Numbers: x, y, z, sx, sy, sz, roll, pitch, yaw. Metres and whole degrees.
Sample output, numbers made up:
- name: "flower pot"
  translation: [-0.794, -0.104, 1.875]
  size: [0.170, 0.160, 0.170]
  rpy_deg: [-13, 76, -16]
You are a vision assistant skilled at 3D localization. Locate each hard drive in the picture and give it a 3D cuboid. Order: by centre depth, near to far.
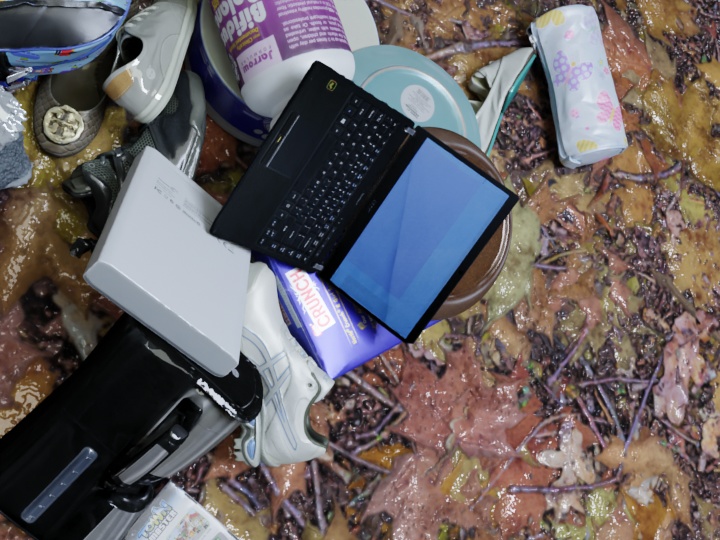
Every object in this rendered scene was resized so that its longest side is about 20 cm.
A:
- name: "hard drive"
  translation: [-0.150, -0.015, 0.651]
  size: [0.027, 0.200, 0.132]
  rpy_deg: [-39, 117, 18]

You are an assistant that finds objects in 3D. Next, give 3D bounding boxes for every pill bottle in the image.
- name: "pill bottle"
  translation: [-0.071, -0.215, 0.730]
  size: [0.112, 0.112, 0.200]
  rpy_deg: [-18, 87, -25]

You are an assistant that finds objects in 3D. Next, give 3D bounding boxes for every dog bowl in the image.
- name: "dog bowl"
  translation: [-0.083, -0.236, 0.834]
  size: [0.200, 0.079, 0.200]
  rpy_deg: [5, 78, -23]

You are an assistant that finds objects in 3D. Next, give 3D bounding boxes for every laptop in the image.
- name: "laptop"
  translation: [0.005, -0.051, 0.691]
  size: [0.200, 0.103, 0.177]
  rpy_deg: [23, 107, -41]

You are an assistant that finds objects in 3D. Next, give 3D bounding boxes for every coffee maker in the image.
- name: "coffee maker"
  translation: [-0.212, 0.110, 0.650]
  size: [0.200, 0.135, 0.192]
  rpy_deg: [-43, 78, 9]

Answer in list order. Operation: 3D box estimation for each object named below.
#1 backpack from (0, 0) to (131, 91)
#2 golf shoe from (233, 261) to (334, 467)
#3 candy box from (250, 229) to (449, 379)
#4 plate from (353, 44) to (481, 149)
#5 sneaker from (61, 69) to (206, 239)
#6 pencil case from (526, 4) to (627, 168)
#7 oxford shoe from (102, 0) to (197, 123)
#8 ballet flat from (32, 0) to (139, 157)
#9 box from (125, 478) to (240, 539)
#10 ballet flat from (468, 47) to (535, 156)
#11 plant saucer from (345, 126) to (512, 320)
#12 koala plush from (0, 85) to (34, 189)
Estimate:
- name: "backpack"
  translation: [-0.307, -0.256, 0.696]
  size: [0.200, 0.135, 0.183]
  rpy_deg: [-5, 80, -15]
- name: "golf shoe"
  translation: [-0.072, 0.089, 0.751]
  size: [0.097, 0.078, 0.200]
  rpy_deg: [-2, 98, 9]
- name: "candy box"
  translation: [0.000, 0.000, 0.824]
  size: [0.200, 0.077, 0.169]
  rpy_deg: [-25, 91, -26]
- name: "plate"
  translation: [0.049, -0.146, 0.817]
  size: [0.200, 0.026, 0.201]
  rpy_deg: [5, 78, -24]
- name: "sneaker"
  translation: [-0.216, -0.113, 0.754]
  size: [0.114, 0.076, 0.200]
  rpy_deg: [17, 79, -26]
- name: "pencil case"
  translation: [0.274, -0.232, 0.984]
  size: [0.091, 0.083, 0.200]
  rpy_deg: [-11, 85, -26]
- name: "oxford shoe"
  translation: [-0.203, -0.225, 0.751]
  size: [0.058, 0.075, 0.200]
  rpy_deg: [32, 41, -32]
- name: "ballet flat"
  translation: [-0.267, -0.205, 0.766]
  size: [0.067, 0.046, 0.200]
  rpy_deg: [23, 72, -17]
- name: "box"
  translation: [-0.202, 0.301, 0.701]
  size: [0.110, 0.035, 0.200]
  rpy_deg: [45, 66, -9]
- name: "ballet flat"
  translation: [0.151, -0.203, 0.942]
  size: [0.069, 0.069, 0.200]
  rpy_deg: [32, 70, -14]
- name: "plant saucer"
  translation: [0.081, -0.047, 0.791]
  size: [0.200, 0.034, 0.201]
  rpy_deg: [-1, 93, -26]
- name: "koala plush"
  translation: [-0.372, -0.106, 0.631]
  size: [0.200, 0.177, 0.184]
  rpy_deg: [-2, 74, -17]
